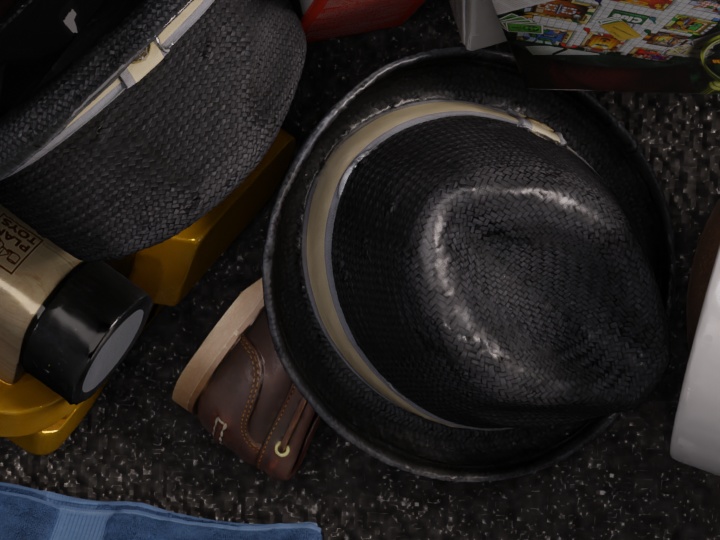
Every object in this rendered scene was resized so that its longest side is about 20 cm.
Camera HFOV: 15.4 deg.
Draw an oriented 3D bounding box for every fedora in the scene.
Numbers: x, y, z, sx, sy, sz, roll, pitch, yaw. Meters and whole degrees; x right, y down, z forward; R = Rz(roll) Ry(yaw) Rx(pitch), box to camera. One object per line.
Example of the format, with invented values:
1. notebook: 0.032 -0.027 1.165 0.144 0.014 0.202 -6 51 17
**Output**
1. fedora: 0.062 0.007 1.107 0.200 0.092 0.202 -5 104 -22
2. fedora: -0.089 -0.074 1.077 0.200 0.201 0.092 -39 112 4

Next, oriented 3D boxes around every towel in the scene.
1. towel: -0.117 0.146 1.168 0.199 0.112 0.049 10 130 8

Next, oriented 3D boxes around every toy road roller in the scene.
1. toy road roller: -0.133 -0.010 1.187 0.123 0.146 0.200 34 54 8

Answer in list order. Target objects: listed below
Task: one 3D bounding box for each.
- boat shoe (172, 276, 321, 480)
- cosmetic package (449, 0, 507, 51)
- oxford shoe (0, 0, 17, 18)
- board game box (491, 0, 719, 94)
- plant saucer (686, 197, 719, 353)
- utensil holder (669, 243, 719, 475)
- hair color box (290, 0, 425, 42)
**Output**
1. boat shoe: 0.000 0.000 1.179 0.070 0.070 0.200 37 101 15
2. cosmetic package: 0.057 -0.206 1.117 0.090 0.107 0.201 -14 54 -8
3. oxford shoe: -0.170 -0.148 1.169 0.200 0.072 0.071 -35 88 40
4. board game box: 0.148 -0.104 1.021 0.199 0.105 0.024 3 56 21
5. plant saucer: 0.243 0.020 1.166 0.199 0.032 0.201 -1 86 8
6. utensil holder: 0.241 0.029 1.069 0.199 0.170 0.171 16 89 11
7. hair color box: -0.006 -0.158 1.115 0.061 0.200 0.102 -11 88 -7
